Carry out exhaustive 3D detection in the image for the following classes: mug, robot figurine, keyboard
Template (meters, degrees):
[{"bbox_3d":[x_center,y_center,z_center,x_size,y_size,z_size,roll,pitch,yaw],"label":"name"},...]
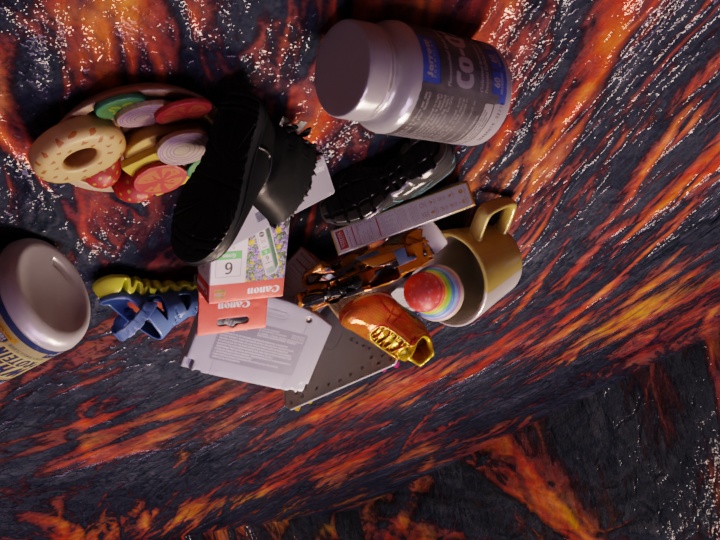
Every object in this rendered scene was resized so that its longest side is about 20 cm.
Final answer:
[{"bbox_3d":[0.193,-0.011,1.509,0.152,0.152,0.186,-19,170,-45],"label":"mug"},{"bbox_3d":[0.000,0.000,1.307,0.196,0.059,0.145,-20,-177,-1],"label":"robot figurine"},{"bbox_3d":[-0.123,-0.077,1.177,0.197,0.011,0.057,-29,128,-16],"label":"keyboard"}]

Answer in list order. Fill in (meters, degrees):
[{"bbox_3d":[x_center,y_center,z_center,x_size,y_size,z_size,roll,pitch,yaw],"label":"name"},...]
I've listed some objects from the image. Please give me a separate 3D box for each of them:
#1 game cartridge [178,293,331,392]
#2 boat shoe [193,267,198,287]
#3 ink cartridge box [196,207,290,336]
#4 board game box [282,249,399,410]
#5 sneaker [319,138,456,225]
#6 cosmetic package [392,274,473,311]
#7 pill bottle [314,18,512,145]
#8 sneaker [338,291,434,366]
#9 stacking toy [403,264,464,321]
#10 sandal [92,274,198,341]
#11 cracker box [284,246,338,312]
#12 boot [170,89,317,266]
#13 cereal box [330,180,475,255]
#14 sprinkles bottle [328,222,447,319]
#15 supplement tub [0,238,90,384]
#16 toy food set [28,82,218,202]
[{"bbox_3d":[-0.143,0.092,1.336,0.197,0.041,0.135,17,108,-31],"label":"game cartridge"},{"bbox_3d":[-0.195,0.003,1.330,0.084,0.076,0.203,-9,156,-22],"label":"boat shoe"},{"bbox_3d":[-0.153,-0.002,1.232,0.107,0.050,0.204,-6,115,-29],"label":"ink cartridge box"},{"bbox_3d":[-0.045,0.095,1.493,0.197,0.203,0.026,-25,148,18],"label":"board game box"},{"bbox_3d":[0.040,-0.108,1.250,0.197,0.077,0.079,-25,160,17],"label":"sneaker"},{"bbox_3d":[0.090,0.019,1.598,0.197,0.075,0.102,-2,154,-33],"label":"cosmetic package"},{"bbox_3d":[0.056,-0.197,0.995,0.197,0.116,0.113,1,152,-40],"label":"pill bottle"},{"bbox_3d":[0.045,0.084,1.350,0.073,0.078,0.198,-43,142,21],"label":"sneaker"},{"bbox_3d":[0.097,0.033,1.363,0.084,0.087,0.200,-22,175,11],"label":"stacking toy"},{"bbox_3d":[-0.289,0.058,1.358,0.197,0.089,0.079,4,164,-41],"label":"sandal"},{"bbox_3d":[-0.119,0.066,1.432,0.200,0.058,0.134,-48,165,1],"label":"cracker box"},{"bbox_3d":[-0.119,-0.086,1.035,0.072,0.202,0.162,16,173,21],"label":"boot"},{"bbox_3d":[0.057,-0.075,1.323,0.196,0.040,0.144,-20,-176,4],"label":"cereal box"},{"bbox_3d":[0.038,-0.001,1.425,0.199,0.068,0.068,-42,157,1],"label":"sprinkles bottle"},{"bbox_3d":[-0.451,0.063,1.174,0.197,0.147,0.144,-26,157,19],"label":"supplement tub"},{"bbox_3d":[-0.235,-0.132,1.011,0.195,0.049,0.200,-22,158,10],"label":"toy food set"}]
